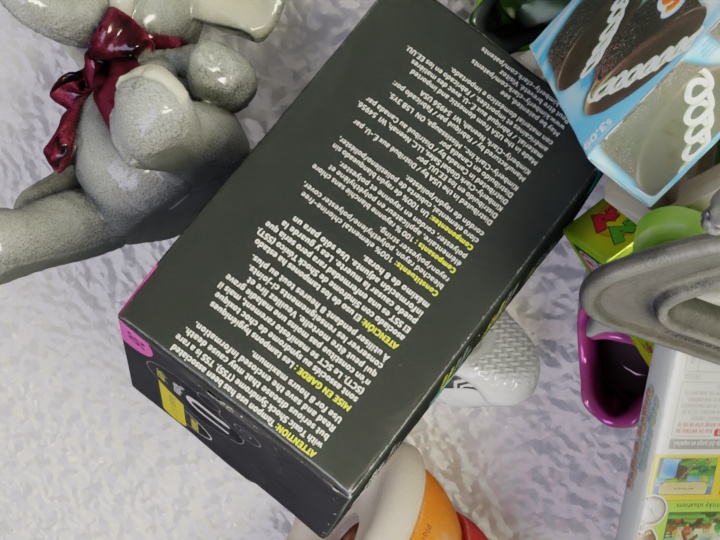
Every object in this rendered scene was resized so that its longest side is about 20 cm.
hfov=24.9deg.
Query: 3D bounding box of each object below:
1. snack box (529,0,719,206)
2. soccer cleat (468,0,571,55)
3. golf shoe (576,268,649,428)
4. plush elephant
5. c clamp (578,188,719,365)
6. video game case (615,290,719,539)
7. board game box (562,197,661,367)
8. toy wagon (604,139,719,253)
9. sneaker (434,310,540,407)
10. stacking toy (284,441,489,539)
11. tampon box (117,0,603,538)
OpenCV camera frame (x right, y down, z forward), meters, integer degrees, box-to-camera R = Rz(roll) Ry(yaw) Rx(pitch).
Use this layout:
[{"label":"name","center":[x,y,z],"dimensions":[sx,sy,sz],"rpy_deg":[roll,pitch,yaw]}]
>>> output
[{"label":"snack box","center":[0.152,-0.127,0.610],"dimensions":[0.037,0.116,0.200],"rpy_deg":[36,109,-22]},{"label":"soccer cleat","center":[0.130,-0.152,0.695],"dimensions":[0.200,0.081,0.068],"rpy_deg":[-34,99,35]},{"label":"golf shoe","center":[0.143,-0.013,0.765],"dimensions":[0.075,0.092,0.200],"rpy_deg":[14,122,21]},{"label":"plush elephant","center":[-0.117,-0.100,0.819],"dimensions":[0.165,0.200,0.155],"rpy_deg":[-34,76,36]},{"label":"c clamp","center":[0.174,0.011,0.586],"dimensions":[0.200,0.027,0.171],"rpy_deg":[21,151,-40]},{"label":"video game case","center":[0.210,0.096,0.728],"dimensions":[0.200,0.023,0.182],"rpy_deg":[2,108,-20]},{"label":"board game box","center":[0.186,0.032,0.736],"dimensions":[0.102,0.048,0.200],"rpy_deg":[-37,116,-3]},{"label":"toy wagon","center":[0.172,-0.082,0.609],"dimensions":[0.040,0.155,0.200],"rpy_deg":[35,140,-22]},{"label":"sneaker","center":[0.006,0.065,0.895],"dimensions":[0.200,0.075,0.115],"rpy_deg":[13,124,26]},{"label":"stacking toy","center":[0.053,0.205,0.932],"dimensions":[0.200,0.146,0.146],"rpy_deg":[36,129,-14]},{"label":"tampon box","center":[0.000,0.000,0.748],"dimensions":[0.126,0.200,0.150],"rpy_deg":[37,164,6]}]
